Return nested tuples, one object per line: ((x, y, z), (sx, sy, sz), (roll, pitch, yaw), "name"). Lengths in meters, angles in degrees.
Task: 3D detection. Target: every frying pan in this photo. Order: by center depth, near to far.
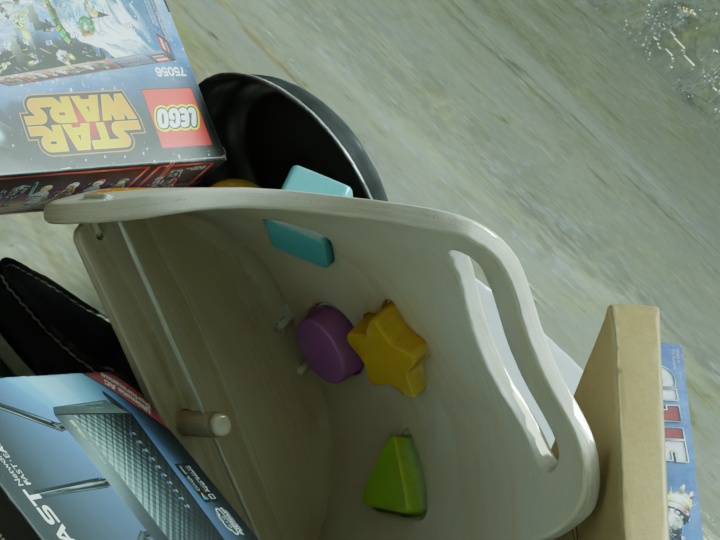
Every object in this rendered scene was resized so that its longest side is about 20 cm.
((0.000, -0.013, 1.091), (0.190, 0.115, 0.031), (34, 52, 27), "frying pan")

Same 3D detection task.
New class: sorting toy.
((0.004, 0.039, 1.024), (0.107, 0.180, 0.200), (-36, 111, -38), "sorting toy")

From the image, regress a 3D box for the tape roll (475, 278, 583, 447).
((0.014, 0.046, 1.229), (0.202, 0.071, 0.202), (34, -12, 8), "tape roll")

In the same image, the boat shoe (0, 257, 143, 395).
((-0.077, 0.050, 1.147), (0.199, 0.066, 0.075), (42, 16, -10), "boat shoe")

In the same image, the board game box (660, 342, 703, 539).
((0.105, 0.145, 1.084), (0.034, 0.136, 0.200), (6, 44, -5), "board game box")

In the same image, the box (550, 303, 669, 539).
((0.084, 0.137, 1.006), (0.021, 0.164, 0.200), (9, 49, -6), "box")

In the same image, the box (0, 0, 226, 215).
((-0.158, -0.088, 1.043), (0.200, 0.040, 0.137), (-6, 67, -42), "box")

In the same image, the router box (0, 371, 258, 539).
((-0.078, 0.126, 0.950), (0.200, 0.062, 0.150), (49, 17, 15), "router box")
